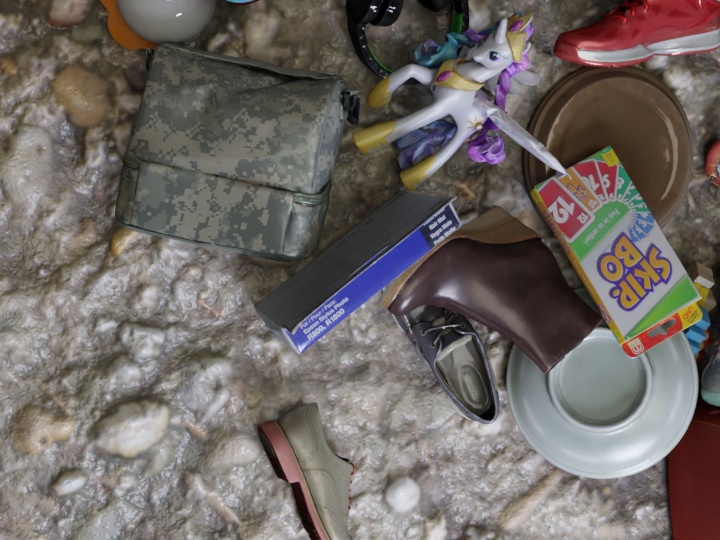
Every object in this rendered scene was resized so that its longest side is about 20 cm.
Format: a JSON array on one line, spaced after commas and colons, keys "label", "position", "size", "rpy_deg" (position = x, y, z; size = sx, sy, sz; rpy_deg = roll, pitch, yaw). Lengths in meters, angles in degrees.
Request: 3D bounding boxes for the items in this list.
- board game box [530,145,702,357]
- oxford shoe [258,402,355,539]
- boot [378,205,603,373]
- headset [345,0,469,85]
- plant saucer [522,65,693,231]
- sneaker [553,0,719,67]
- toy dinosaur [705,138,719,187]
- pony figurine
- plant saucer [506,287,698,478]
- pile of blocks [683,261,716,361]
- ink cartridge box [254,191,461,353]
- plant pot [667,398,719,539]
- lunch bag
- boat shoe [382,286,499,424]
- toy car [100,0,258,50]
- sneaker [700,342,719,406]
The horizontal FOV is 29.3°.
[{"label": "board game box", "position": [0.264, -0.019, 1.401], "size": [0.095, 0.030, 0.201], "rpy_deg": [-28, 83, -11]}, {"label": "oxford shoe", "position": [-0.029, 0.229, 1.395], "size": [0.074, 0.070, 0.201], "rpy_deg": [-29, 105, -16]}, {"label": "boot", "position": [0.132, 0.034, 1.354], "size": [0.199, 0.072, 0.167], "rpy_deg": [-32, 75, -34]}, {"label": "headset", "position": [0.037, -0.286, 1.360], "size": [0.123, 0.094, 0.201], "rpy_deg": [-19, 117, -17]}, {"label": "plant saucer", "position": [0.268, -0.118, 1.455], "size": [0.198, 0.029, 0.202], "rpy_deg": [-2, 98, -15]}, {"label": "sneaker", "position": [0.284, -0.277, 1.406], "size": [0.199, 0.078, 0.117], "rpy_deg": [-13, 114, -27]}, {"label": "toy dinosaur", "position": [0.466, -0.137, 1.504], "size": [0.180, 0.105, 0.201], "rpy_deg": [13, 56, -4]}, {"label": "pony figurine", "position": [0.108, -0.160, 1.338], "size": [0.199, 0.167, 0.193], "rpy_deg": [-30, 150, 17]}, {"label": "plant saucer", "position": [0.247, 0.113, 1.419], "size": [0.198, 0.050, 0.202], "rpy_deg": [-2, 82, 12]}, {"label": "pile of blocks", "position": [0.348, 0.095, 1.476], "size": [0.062, 0.082, 0.201], "rpy_deg": [24, 91, -23]}, {"label": "ink cartridge box", "position": [0.000, 0.000, 1.305], "size": [0.199, 0.200, 0.041], "rpy_deg": [-39, 101, -7]}, {"label": "plant pot", "position": [0.439, 0.216, 1.465], "size": [0.199, 0.200, 0.178], "rpy_deg": [-19, 95, -12]}, {"label": "lunch bag", "position": [-0.112, -0.112, 1.264], "size": [0.198, 0.139, 0.169], "rpy_deg": [13, 105, 6]}, {"label": "boat shoe", "position": [0.089, 0.070, 1.409], "size": [0.072, 0.065, 0.201], "rpy_deg": [-30, 102, -7]}, {"label": "toy car", "position": [-0.175, -0.286, 1.262], "size": [0.200, 0.185, 0.177], "rpy_deg": [-38, 107, 22]}, {"label": "sneaker", "position": [0.409, 0.041, 1.459], "size": [0.200, 0.077, 0.141], "rpy_deg": [-42, 122, -36]}]
